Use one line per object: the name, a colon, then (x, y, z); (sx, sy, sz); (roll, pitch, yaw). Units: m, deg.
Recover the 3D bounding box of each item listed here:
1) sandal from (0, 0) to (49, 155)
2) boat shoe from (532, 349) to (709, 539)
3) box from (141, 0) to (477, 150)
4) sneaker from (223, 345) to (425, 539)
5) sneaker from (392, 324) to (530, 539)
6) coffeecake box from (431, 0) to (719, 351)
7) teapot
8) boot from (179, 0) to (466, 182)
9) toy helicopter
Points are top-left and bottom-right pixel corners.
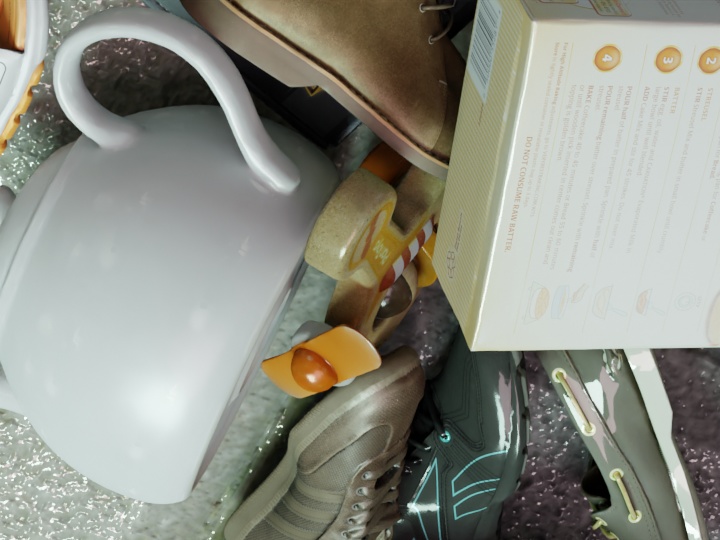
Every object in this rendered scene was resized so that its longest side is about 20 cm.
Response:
sandal: (-0.198, -0.070, 0.933); (0.059, 0.079, 0.207); (-7, 133, -43)
boat shoe: (0.145, 0.107, 1.117); (0.060, 0.072, 0.202); (-17, 118, 6)
box: (-0.002, -0.171, 0.922); (0.200, 0.046, 0.159); (-41, 120, 18)
sneaker: (-0.003, 0.112, 1.062); (0.070, 0.076, 0.200); (-31, 166, -37)
sneaker: (0.042, 0.105, 1.097); (0.079, 0.076, 0.201); (3, 123, -8)
coffeecake box: (0.143, -0.049, 0.867); (0.199, 0.073, 0.154); (0, 123, -14)
teapot: (-0.106, -0.002, 0.951); (0.146, 0.197, 0.201); (27, 86, 1)
boot: (0.023, -0.096, 0.911); (0.199, 0.074, 0.076); (30, 105, -24)
toy helicopter: (0.000, 0.000, 0.937); (0.079, 0.200, 0.133); (34, 88, 12)
